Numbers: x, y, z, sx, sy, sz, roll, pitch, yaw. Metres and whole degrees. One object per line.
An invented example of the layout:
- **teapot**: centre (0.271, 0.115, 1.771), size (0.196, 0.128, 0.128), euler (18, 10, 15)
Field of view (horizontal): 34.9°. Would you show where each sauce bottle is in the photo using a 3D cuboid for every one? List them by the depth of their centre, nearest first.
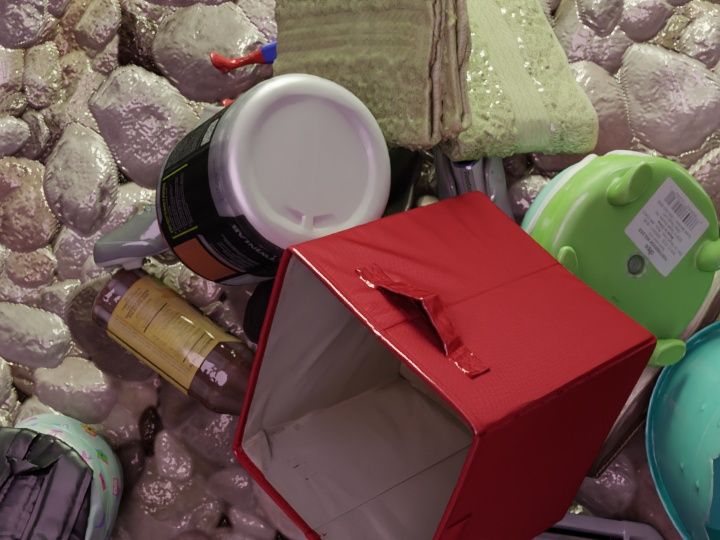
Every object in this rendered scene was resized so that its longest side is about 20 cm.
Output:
- **sauce bottle**: centre (-0.129, 0.074, 0.946), size (0.199, 0.065, 0.065), euler (36, 95, 9)

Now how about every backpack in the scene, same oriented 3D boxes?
- **backpack**: centre (-0.280, 0.217, 0.940), size (0.165, 0.127, 0.203), euler (23, 91, 0)

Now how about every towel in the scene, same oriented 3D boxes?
- **towel**: centre (0.004, -0.162, 0.819), size (0.198, 0.036, 0.151), euler (7, 97, 48)
- **towel**: centre (0.090, -0.171, 0.864), size (0.146, 0.037, 0.203), euler (-6, 63, -27)

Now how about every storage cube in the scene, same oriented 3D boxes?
- **storage cube**: centre (0.050, 0.080, 0.730), size (0.171, 0.178, 0.202), euler (42, 131, 30)

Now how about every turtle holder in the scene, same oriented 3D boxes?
- **turtle holder**: centre (0.172, 0.005, 0.831), size (0.139, 0.132, 0.189), euler (11, 98, -19)

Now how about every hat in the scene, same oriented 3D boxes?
- **hat**: centre (0.000, 0.000, 0.855), size (0.081, 0.201, 0.201), euler (42, 97, -16)

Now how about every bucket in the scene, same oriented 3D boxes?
- **bucket**: centre (0.301, 0.128, 0.788), size (0.203, 0.135, 0.211), euler (-2, 103, -9)

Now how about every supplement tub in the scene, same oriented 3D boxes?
- **supplement tub**: centre (-0.072, -0.055, 0.801), size (0.121, 0.199, 0.125), euler (3, 83, -26)

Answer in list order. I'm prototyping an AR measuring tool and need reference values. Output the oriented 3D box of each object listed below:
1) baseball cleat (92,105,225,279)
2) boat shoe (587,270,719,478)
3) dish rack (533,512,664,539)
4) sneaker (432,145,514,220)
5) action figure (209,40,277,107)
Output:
- **baseball cleat**: centre (-0.134, -0.073, 0.932), size (0.197, 0.070, 0.108), euler (-22, 104, -11)
- **boat shoe**: centre (0.238, 0.082, 0.866), size (0.074, 0.075, 0.204), euler (36, 94, 5)
- **dish rack**: centre (0.151, 0.265, 0.826), size (0.043, 0.198, 0.175), euler (-24, 58, 49)
- **sneaker**: centre (0.087, -0.047, 0.895), size (0.073, 0.087, 0.204), euler (-13, 86, 9)
- **action figure**: centre (-0.029, -0.185, 0.922), size (0.197, 0.099, 0.066), euler (-18, 85, 8)
